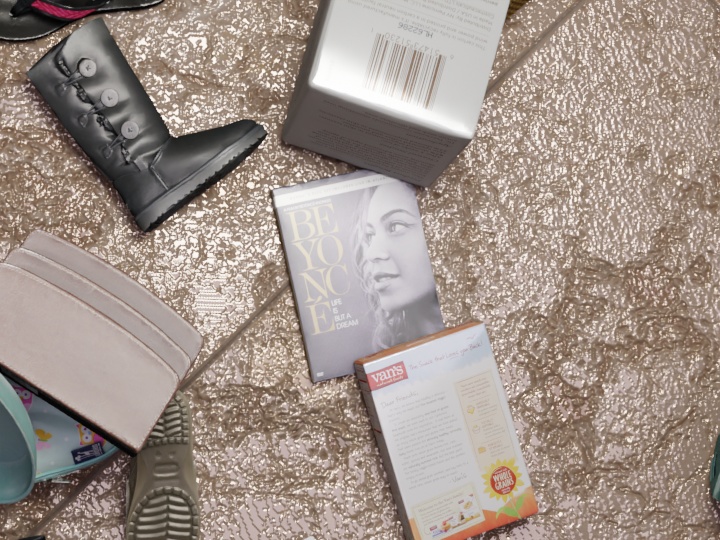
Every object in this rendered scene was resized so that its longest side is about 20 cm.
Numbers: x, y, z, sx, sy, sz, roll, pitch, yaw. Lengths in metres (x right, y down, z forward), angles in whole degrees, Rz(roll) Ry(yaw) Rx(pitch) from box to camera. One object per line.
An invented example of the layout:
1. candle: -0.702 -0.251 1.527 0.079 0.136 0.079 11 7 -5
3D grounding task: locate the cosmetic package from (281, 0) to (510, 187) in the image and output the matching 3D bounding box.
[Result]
1. cosmetic package: 0.031 -0.201 1.562 0.165 0.200 0.168 17 77 -8

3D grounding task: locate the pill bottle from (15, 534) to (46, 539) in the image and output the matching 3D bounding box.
1. pill bottle: -0.314 0.358 1.509 0.110 0.112 0.203 -14 87 -10

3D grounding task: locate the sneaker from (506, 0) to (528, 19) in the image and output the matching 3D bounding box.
1. sneaker: 0.160 -0.333 1.672 0.200 0.075 0.090 -41 85 -17

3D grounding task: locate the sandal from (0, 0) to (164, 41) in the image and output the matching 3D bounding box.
1. sandal: -0.285 -0.281 1.598 0.197 0.045 0.076 -15 88 -11

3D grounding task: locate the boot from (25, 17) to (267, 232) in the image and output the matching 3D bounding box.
1. boot: -0.212 -0.165 1.597 0.164 0.066 0.201 -37 88 -12

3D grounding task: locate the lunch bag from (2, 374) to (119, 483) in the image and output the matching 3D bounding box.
1. lunch bag: -0.318 0.109 1.545 0.158 0.077 0.203 -17 89 -11

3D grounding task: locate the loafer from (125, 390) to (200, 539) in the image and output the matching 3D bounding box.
1. loafer: -0.191 0.207 1.567 0.075 0.068 0.203 4 98 -7

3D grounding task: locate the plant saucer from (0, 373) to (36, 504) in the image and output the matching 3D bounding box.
1. plant saucer: -0.363 0.124 1.444 0.200 0.200 0.036 43 49 -4

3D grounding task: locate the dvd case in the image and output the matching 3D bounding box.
1. dvd case: 0.000 0.000 1.640 0.147 0.016 0.203 -12 87 -10

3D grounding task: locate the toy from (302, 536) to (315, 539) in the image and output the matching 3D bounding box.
1. toy: -0.115 0.356 1.577 0.198 0.047 0.116 -23 86 -14

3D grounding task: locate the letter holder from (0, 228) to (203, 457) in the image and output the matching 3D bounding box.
1. letter holder: -0.251 0.057 1.471 0.199 0.101 0.143 33 77 -4

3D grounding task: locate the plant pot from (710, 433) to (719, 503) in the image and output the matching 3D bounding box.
1. plant pot: 0.472 0.193 1.627 0.194 0.200 0.203 19 83 0

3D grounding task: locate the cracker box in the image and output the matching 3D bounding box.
1. cracker box: 0.086 0.166 1.615 0.132 0.058 0.203 -17 94 -11
